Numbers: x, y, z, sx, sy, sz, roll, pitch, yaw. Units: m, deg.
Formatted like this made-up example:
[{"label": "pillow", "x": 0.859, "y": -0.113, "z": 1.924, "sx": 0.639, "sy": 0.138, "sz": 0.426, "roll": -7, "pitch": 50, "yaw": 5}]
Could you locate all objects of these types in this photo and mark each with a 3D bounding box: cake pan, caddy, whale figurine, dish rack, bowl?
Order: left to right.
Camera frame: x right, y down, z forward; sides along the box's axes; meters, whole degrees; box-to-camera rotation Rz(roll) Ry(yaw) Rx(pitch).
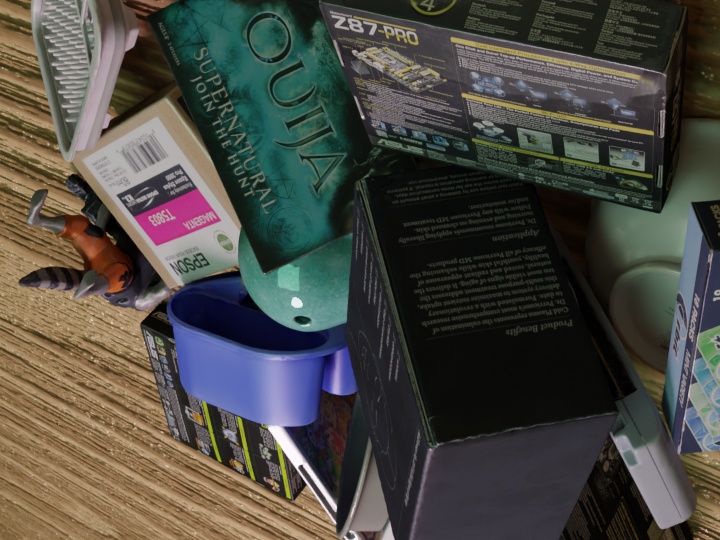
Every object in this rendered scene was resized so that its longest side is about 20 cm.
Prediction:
[{"label": "dish rack", "x": -0.234, "y": -0.207, "z": 0.991, "sx": 0.200, "sy": 0.043, "sz": 0.174, "roll": -51, "pitch": 54, "yaw": 56}, {"label": "caddy", "x": -0.085, "y": 0.056, "z": 1.081, "sx": 0.198, "sy": 0.141, "sz": 0.106, "roll": 16, "pitch": 120, "yaw": 33}, {"label": "whale figurine", "x": 0.000, "y": 0.000, "z": 0.920, "sx": 0.197, "sy": 0.105, "sz": 0.160, "roll": 10, "pitch": 150, "yaw": 5}, {"label": "cake pan", "x": 0.016, "y": 0.140, "z": 1.048, "sx": 0.036, "sy": 0.202, "sz": 0.201, "roll": 12, "pitch": 143, "yaw": -4}, {"label": "bowl", "x": 0.224, "y": 0.008, "z": 0.774, "sx": 0.199, "sy": 0.090, "sz": 0.203, "roll": 27, "pitch": 142, "yaw": 23}]

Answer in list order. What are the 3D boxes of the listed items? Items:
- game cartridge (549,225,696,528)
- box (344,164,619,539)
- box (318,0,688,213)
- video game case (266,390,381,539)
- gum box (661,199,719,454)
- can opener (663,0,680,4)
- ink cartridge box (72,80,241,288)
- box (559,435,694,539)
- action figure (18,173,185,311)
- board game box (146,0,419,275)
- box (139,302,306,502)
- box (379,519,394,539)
[{"label": "game cartridge", "x": 0.172, "y": 0.073, "z": 0.825, "sx": 0.134, "sy": 0.040, "sz": 0.201, "roll": 60, "pitch": -173, "yaw": -48}, {"label": "box", "x": 0.068, "y": 0.067, "z": 0.798, "sx": 0.201, "sy": 0.122, "sz": 0.199, "roll": 95, "pitch": 165, "yaw": -56}, {"label": "box", "x": 0.086, "y": -0.108, "z": 0.690, "sx": 0.197, "sy": 0.050, "sz": 0.161, "roll": 16, "pitch": 162, "yaw": 20}, {"label": "video game case", "x": -0.020, "y": 0.183, "z": 1.166, "sx": 0.018, "sy": 0.144, "sz": 0.201, "roll": -24, "pitch": 112, "yaw": 21}, {"label": "gum box", "x": 0.283, "y": 0.027, "z": 0.678, "sx": 0.197, "sy": 0.045, "sz": 0.171, "roll": -7, "pitch": 134, "yaw": 0}, {"label": "can opener", "x": 0.125, "y": -0.124, "z": 0.747, "sx": 0.053, "sy": 0.067, "sz": 0.200, "roll": 34, "pitch": 146, "yaw": -6}, {"label": "ink cartridge box", "x": -0.153, "y": -0.082, "z": 1.068, "sx": 0.199, "sy": 0.075, "sz": 0.166, "roll": -17, "pitch": 113, "yaw": 51}, {"label": "box", "x": 0.178, "y": 0.206, "z": 0.964, "sx": 0.085, "sy": 0.164, "sz": 0.201, "roll": 0, "pitch": 128, "yaw": 44}, {"label": "action figure", "x": -0.269, "y": -0.018, "z": 1.197, "sx": 0.199, "sy": 0.105, "sz": 0.193, "roll": 38, "pitch": -177, "yaw": 25}, {"label": "board game box", "x": -0.050, "y": -0.117, "z": 0.841, "sx": 0.028, "sy": 0.134, "sz": 0.202, "roll": -76, "pitch": -40, "yaw": -88}, {"label": "box", "x": -0.151, "y": 0.151, "z": 1.338, "sx": 0.191, "sy": 0.048, "sz": 0.202, "roll": 20, "pitch": 138, "yaw": 26}, {"label": "box", "x": 0.067, "y": 0.133, "z": 1.002, "sx": 0.041, "sy": 0.157, "sz": 0.201, "roll": 16, "pitch": 143, "yaw": 1}]
